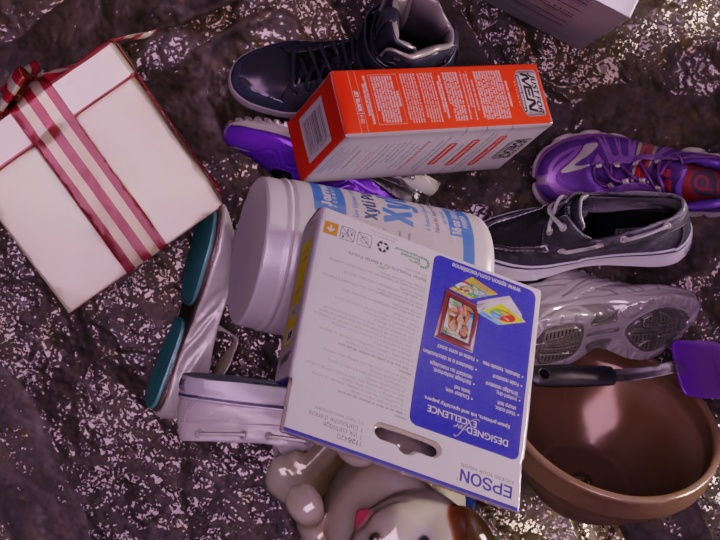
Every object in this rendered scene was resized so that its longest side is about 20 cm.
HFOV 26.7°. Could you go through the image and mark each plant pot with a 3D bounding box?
[{"bbox_3d":[0.207,0.157,1.338,0.200,0.201,0.093,15,128,-3],"label":"plant pot"}]

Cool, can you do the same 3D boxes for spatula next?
[{"bbox_3d":[0.240,0.091,1.338,0.200,0.021,0.057,-2,67,-16],"label":"spatula"}]

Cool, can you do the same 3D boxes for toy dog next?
[{"bbox_3d":[0.026,0.200,1.167,0.139,0.200,0.194,-37,109,2],"label":"toy dog"}]

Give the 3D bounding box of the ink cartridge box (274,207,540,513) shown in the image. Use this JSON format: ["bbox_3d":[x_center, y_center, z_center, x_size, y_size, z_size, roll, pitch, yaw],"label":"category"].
[{"bbox_3d":[0.037,0.071,1.156,0.197,0.047,0.200,21,57,-16],"label":"ink cartridge box"}]

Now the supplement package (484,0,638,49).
[{"bbox_3d":[0.185,-0.272,1.295,0.109,0.200,0.114,27,90,-3],"label":"supplement package"}]

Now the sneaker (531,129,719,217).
[{"bbox_3d":[0.255,-0.088,1.362,0.200,0.083,0.081,0,91,-2],"label":"sneaker"}]

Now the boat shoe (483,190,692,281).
[{"bbox_3d":[0.188,-0.038,1.328,0.200,0.068,0.072,-1,56,15],"label":"boat shoe"}]

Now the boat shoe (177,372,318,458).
[{"bbox_3d":[-0.057,0.141,1.278,0.202,0.075,0.086,8,92,-5],"label":"boat shoe"}]

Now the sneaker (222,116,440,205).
[{"bbox_3d":[-0.037,-0.070,1.354,0.200,0.070,0.100,20,93,-3],"label":"sneaker"}]

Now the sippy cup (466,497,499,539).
[{"bbox_3d":[0.043,0.243,1.333,0.139,0.178,0.131,12,87,19],"label":"sippy cup"}]

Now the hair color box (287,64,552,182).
[{"bbox_3d":[0.050,-0.125,1.292,0.200,0.102,0.061,-5,73,-27],"label":"hair color box"}]

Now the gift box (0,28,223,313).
[{"bbox_3d":[-0.224,-0.103,1.295,0.200,0.185,0.187,-37,102,-5],"label":"gift box"}]

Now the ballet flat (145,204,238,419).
[{"bbox_3d":[-0.136,0.040,1.361,0.069,0.069,0.200,17,95,-3],"label":"ballet flat"}]

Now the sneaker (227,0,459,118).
[{"bbox_3d":[-0.014,-0.189,1.310,0.202,0.146,0.077,-1,74,-5],"label":"sneaker"}]

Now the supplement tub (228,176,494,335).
[{"bbox_3d":[0.000,0.000,1.279,0.200,0.132,0.132,10,91,-17],"label":"supplement tub"}]

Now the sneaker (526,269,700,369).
[{"bbox_3d":[0.212,0.027,1.367,0.200,0.099,0.078,-3,129,-24],"label":"sneaker"}]
